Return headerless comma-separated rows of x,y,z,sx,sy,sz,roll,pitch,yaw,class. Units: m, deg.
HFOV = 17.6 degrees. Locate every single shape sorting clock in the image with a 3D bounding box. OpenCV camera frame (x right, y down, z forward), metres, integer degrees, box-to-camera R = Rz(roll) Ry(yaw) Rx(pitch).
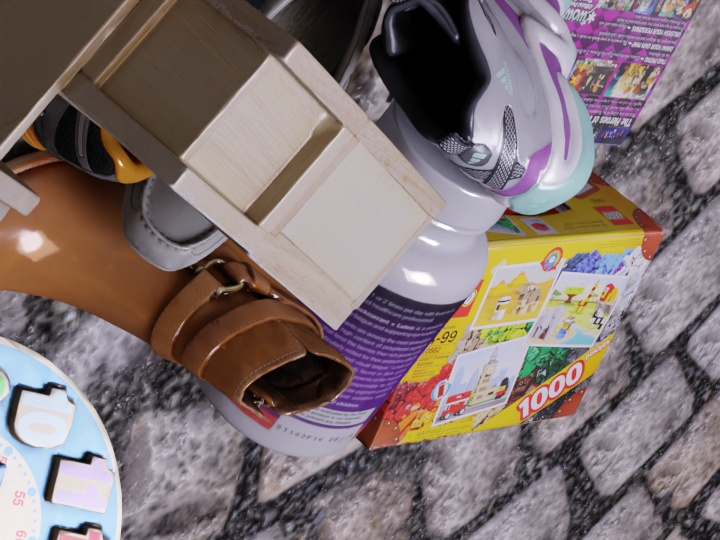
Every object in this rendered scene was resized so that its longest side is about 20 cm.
-0.212,0.129,1.180,0.200,0.039,0.200,-5,99,-34,shape sorting clock

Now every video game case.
0.127,-0.160,1.364,0.200,0.036,0.181,-1,124,-48,video game case

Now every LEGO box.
0.076,0.021,1.448,0.200,0.077,0.149,-6,128,-46,LEGO box

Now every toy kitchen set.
-0.110,-0.056,1.047,0.163,0.200,0.180,-49,149,-1,toy kitchen set

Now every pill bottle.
0.000,0.000,1.271,0.111,0.111,0.200,-5,141,-47,pill bottle

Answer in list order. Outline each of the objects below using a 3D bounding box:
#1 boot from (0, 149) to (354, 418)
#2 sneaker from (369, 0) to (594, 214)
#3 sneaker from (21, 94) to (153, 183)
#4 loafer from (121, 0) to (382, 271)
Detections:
-0.108,0.018,1.158,0.200,0.155,0.077,2,130,-51,boot
0.047,-0.135,1.177,0.078,0.200,0.140,-32,145,27,sneaker
-0.087,-0.130,1.111,0.078,0.077,0.200,13,111,-51,sneaker
-0.051,-0.086,1.154,0.200,0.070,0.070,-60,-167,-27,loafer
